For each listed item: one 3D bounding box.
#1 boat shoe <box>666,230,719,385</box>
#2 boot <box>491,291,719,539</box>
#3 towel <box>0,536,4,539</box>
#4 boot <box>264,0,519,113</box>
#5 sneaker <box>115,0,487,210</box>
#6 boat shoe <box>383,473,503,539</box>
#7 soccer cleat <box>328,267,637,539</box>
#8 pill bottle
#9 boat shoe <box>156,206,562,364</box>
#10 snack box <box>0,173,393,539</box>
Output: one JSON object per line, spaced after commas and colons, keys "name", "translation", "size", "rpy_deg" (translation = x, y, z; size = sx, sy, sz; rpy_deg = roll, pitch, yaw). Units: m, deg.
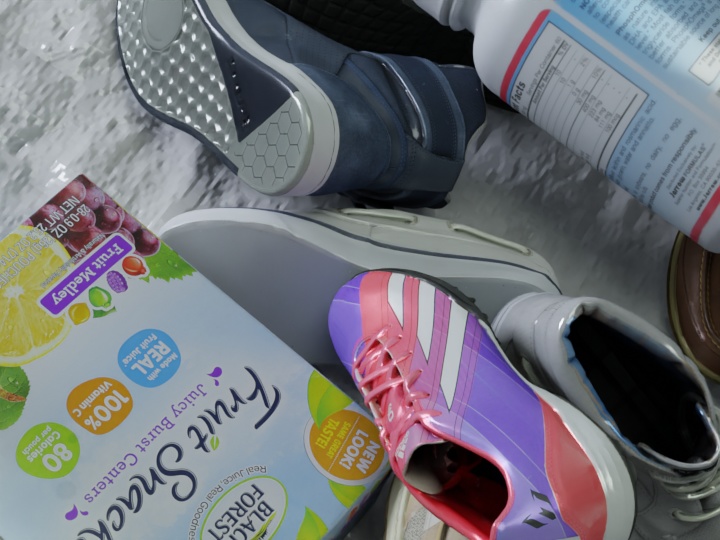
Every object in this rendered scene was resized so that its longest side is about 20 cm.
{"name": "boat shoe", "translation": [0.209, -0.032, 1.128], "size": [0.072, 0.068, 0.201], "rpy_deg": [23, 56, -1]}
{"name": "boot", "translation": [0.139, 0.091, 0.984], "size": [0.200, 0.096, 0.074], "rpy_deg": [45, 79, -9]}
{"name": "towel", "translation": [-0.154, 0.218, 0.827], "size": [0.171, 0.048, 0.200], "rpy_deg": [-28, 75, -29]}
{"name": "boot", "translation": [0.032, -0.167, 1.173], "size": [0.199, 0.068, 0.131], "rpy_deg": [19, 51, -13]}
{"name": "sneaker", "translation": [-0.027, -0.096, 1.102], "size": [0.146, 0.077, 0.202], "rpy_deg": [0, 34, -39]}
{"name": "boat shoe", "translation": [0.045, 0.131, 0.954], "size": [0.065, 0.072, 0.200], "rpy_deg": [-8, 31, 29]}
{"name": "soccer cleat", "translation": [0.033, 0.060, 0.940], "size": [0.073, 0.069, 0.200], "rpy_deg": [-10, 35, -33]}
{"name": "pill bottle", "translation": [0.127, -0.106, 1.063], "size": [0.200, 0.109, 0.109], "rpy_deg": [38, 57, 11]}
{"name": "boat shoe", "translation": [0.000, 0.000, 1.053], "size": [0.199, 0.072, 0.066], "rpy_deg": [5, 27, -1]}
{"name": "snack box", "translation": [-0.109, 0.079, 0.969], "size": [0.200, 0.068, 0.169], "rpy_deg": [39, 56, 8]}
